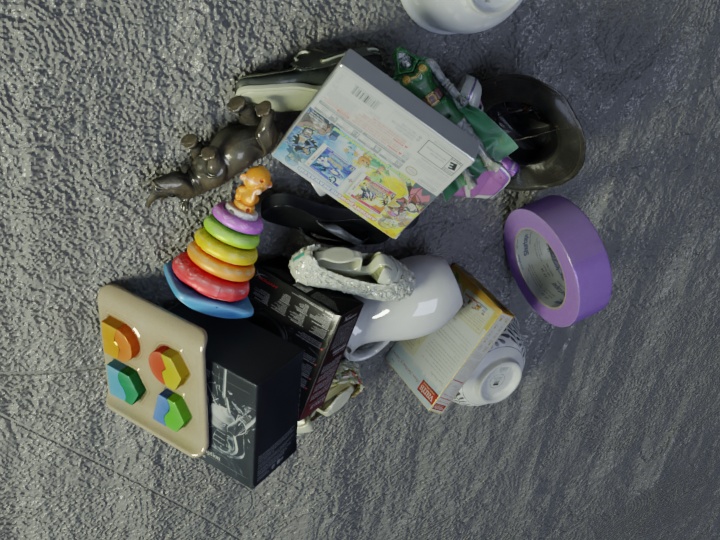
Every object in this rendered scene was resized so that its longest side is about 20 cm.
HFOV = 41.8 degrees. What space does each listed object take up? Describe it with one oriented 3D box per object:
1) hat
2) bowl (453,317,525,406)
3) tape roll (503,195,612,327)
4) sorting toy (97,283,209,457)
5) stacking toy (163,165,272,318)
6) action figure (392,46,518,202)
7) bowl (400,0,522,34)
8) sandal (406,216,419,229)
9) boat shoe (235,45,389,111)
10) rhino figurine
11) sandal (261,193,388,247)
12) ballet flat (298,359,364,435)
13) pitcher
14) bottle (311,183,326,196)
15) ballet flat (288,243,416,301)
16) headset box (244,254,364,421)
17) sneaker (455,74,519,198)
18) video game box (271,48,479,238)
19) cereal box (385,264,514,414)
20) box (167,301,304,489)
[{"bbox_3d":[0.238,-0.213,1.367,0.081,0.200,0.201,-63,150,-42],"label":"hat"},{"bbox_3d":[0.217,0.168,1.630,0.201,0.094,0.201,-17,129,-22],"label":"bowl"},{"bbox_3d":[0.308,-0.015,1.484,0.066,0.200,0.200,-22,130,-16],"label":"tape roll"},{"bbox_3d":[-0.278,0.136,1.243,0.036,0.185,0.200,-34,139,-48],"label":"sorting toy"},{"bbox_3d":[-0.168,-0.049,1.227,0.116,0.110,0.200,15,110,-29],"label":"stacking toy"},{"bbox_3d":[0.101,-0.198,1.195,0.118,0.055,0.200,-39,104,-1],"label":"action figure"},{"bbox_3d":[0.153,-0.385,1.202,0.201,0.090,0.201,-16,128,-22],"label":"bowl"},{"bbox_3d":[0.066,-0.142,1.350,0.076,0.043,0.200,-14,127,-24],"label":"sandal"},{"bbox_3d":[-0.063,-0.245,1.194,0.200,0.068,0.072,-10,167,-14],"label":"boat shoe"},{"bbox_3d":[-0.186,-0.137,1.182,0.200,0.060,0.087,-37,156,-2],"label":"rhino figurine"},{"bbox_3d":[-0.049,-0.059,1.307,0.200,0.043,0.076,11,155,-33],"label":"sandal"},{"bbox_3d":[-0.078,0.217,1.501,0.200,0.064,0.076,-39,134,-2],"label":"ballet flat"},{"bbox_3d":[0.053,0.066,1.453,0.200,0.121,0.172,-23,150,-3],"label":"pitcher"},{"bbox_3d":[0.022,-0.167,1.269,0.200,0.084,0.065,-27,155,8],"label":"bottle"},{"bbox_3d":[0.000,0.000,1.307,0.200,0.072,0.072,6,118,-26],"label":"ballet flat"},{"bbox_3d":[-0.103,0.103,1.337,0.077,0.149,0.200,-26,141,-59],"label":"headset box"},{"bbox_3d":[0.174,-0.184,1.329,0.114,0.073,0.201,13,140,7],"label":"sneaker"},{"bbox_3d":[0.016,-0.151,1.176,0.200,0.047,0.182,34,133,-12],"label":"video game box"},{"bbox_3d":[0.138,0.108,1.505,0.040,0.144,0.200,22,108,-41],"label":"cereal box"},{"bbox_3d":[-0.189,0.162,1.286,0.104,0.200,0.182,-35,140,-48],"label":"box"}]
